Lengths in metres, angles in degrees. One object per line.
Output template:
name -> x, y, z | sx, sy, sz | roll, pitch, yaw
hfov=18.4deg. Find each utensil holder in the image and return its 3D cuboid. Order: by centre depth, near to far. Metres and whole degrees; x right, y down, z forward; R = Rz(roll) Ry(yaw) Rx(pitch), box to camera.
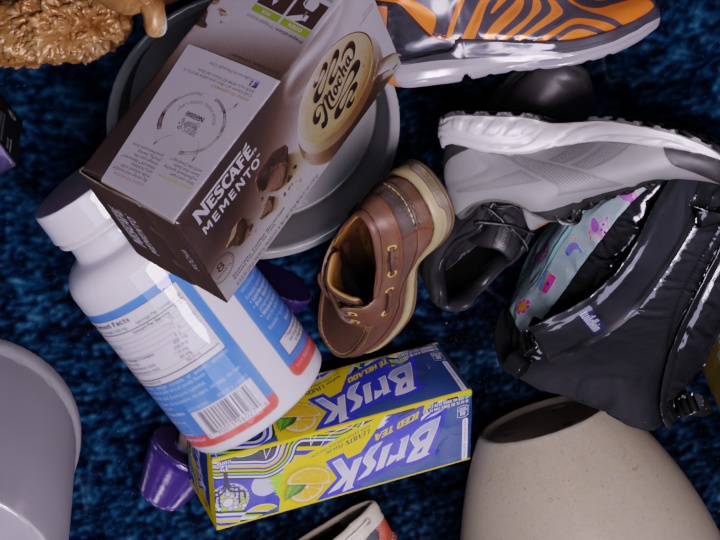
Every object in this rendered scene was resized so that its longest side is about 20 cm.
utensil holder -> -0.283, 0.163, 1.554 | 0.170, 0.200, 0.170 | -2, 117, -4

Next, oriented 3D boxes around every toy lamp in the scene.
toy lamp -> -0.104, 0.088, 1.614 | 0.058, 0.058, 0.200 | 23, 110, -16

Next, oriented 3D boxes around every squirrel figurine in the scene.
squirrel figurine -> -0.156, -0.189, 1.376 | 0.141, 0.187, 0.200 | 37, 110, -17

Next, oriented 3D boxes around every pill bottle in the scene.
pill bottle -> -0.125, 0.015, 1.495 | 0.112, 0.112, 0.200 | -32, 107, 11

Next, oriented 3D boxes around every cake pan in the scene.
cake pan -> -0.074, -0.104, 1.525 | 0.200, 0.037, 0.201 | -2, 117, -4

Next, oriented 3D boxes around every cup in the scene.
cup -> 0.154, 0.173, 1.620 | 0.200, 0.200, 0.143 | -17, 101, 4

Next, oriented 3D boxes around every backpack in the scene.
backpack -> 0.195, -0.004, 1.554 | 0.167, 0.127, 0.200 | 19, 112, -28

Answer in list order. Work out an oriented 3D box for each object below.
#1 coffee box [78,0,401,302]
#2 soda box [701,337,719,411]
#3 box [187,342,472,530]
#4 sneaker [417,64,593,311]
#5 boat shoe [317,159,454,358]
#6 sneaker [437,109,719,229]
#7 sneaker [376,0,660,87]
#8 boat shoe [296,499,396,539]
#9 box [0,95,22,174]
coffee box -> -0.071, -0.096, 1.388 | 0.200, 0.080, 0.113 | -54, 153, -15
soda box -> 0.292, 0.080, 1.564 | 0.064, 0.200, 0.068 | 15, 116, -13
box -> -0.022, 0.118, 1.597 | 0.200, 0.064, 0.070 | -15, 128, -18
sneaker -> 0.105, -0.054, 1.539 | 0.076, 0.091, 0.200 | 22, 112, -14
boat shoe -> 0.000, 0.000, 1.531 | 0.068, 0.072, 0.200 | -28, 160, -31
sneaker -> 0.150, -0.065, 1.464 | 0.200, 0.074, 0.080 | 2, 94, 16
sneaker -> 0.102, -0.191, 1.476 | 0.200, 0.078, 0.112 | -11, 105, -14
boat shoe -> -0.066, 0.236, 1.687 | 0.200, 0.071, 0.063 | -22, 111, 4
box -> -0.349, -0.089, 1.487 | 0.200, 0.079, 0.141 | -30, 114, 10
